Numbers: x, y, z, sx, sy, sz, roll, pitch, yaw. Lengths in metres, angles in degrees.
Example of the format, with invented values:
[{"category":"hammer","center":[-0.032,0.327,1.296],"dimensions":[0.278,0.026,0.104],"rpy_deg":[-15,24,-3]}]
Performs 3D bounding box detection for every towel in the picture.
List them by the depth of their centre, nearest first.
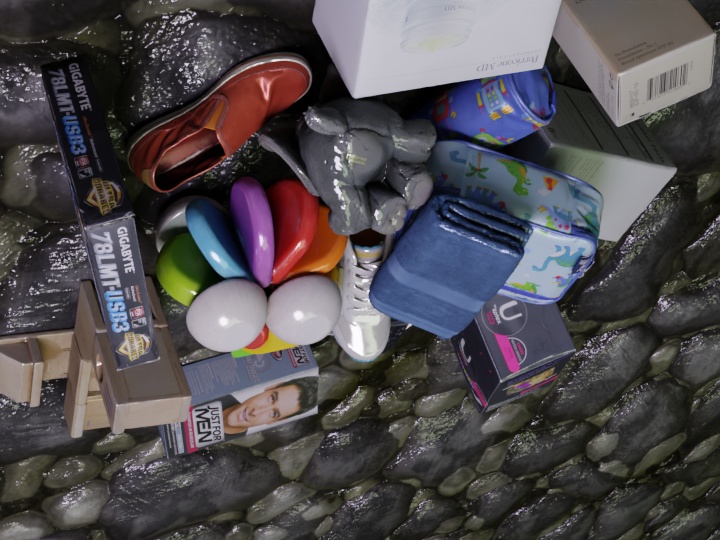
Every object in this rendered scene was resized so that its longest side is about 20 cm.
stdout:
[{"category":"towel","center":[0.083,-0.004,1.231],"dimensions":[0.110,0.049,0.200],"rpy_deg":[22,149,-8]}]

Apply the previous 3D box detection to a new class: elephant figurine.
[{"category":"elephant figurine","center":[-0.027,-0.121,1.204],"dimensions":[0.139,0.200,0.158],"rpy_deg":[-13,121,-25]}]

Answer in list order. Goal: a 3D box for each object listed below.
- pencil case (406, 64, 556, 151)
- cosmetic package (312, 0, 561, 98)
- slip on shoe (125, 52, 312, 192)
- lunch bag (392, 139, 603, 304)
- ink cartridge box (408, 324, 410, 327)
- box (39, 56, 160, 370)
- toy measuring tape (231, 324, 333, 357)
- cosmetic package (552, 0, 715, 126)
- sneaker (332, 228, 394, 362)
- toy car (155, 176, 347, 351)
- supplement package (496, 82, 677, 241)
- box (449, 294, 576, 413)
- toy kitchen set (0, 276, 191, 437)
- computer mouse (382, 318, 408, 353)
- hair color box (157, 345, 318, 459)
[{"category":"pencil case","center":[0.112,-0.147,1.268],"dimensions":[0.086,0.079,0.199],"rpy_deg":[27,145,-28]},{"category":"cosmetic package","center":[0.075,-0.277,1.107],"dimensions":[0.196,0.124,0.202],"rpy_deg":[-12,143,-19]},{"category":"slip on shoe","center":[-0.129,-0.138,1.196],"dimensions":[0.198,0.061,0.074],"rpy_deg":[-31,142,-4]},{"category":"lunch bag","center":[0.137,-0.042,1.274],"dimensions":[0.197,0.084,0.161],"rpy_deg":[17,150,-7]},{"category":"ink cartridge box","center":[0.061,-0.006,1.469],"dimensions":[0.199,0.068,0.116],"rpy_deg":[-35,143,8]},{"category":"box","center":[-0.231,-0.049,1.126],"dimensions":[0.049,0.200,0.202],"rpy_deg":[-16,142,-12]},{"category":"toy measuring tape","center":[-0.083,0.049,1.419],"dimensions":[0.197,0.075,0.074],"rpy_deg":[-13,148,22]},{"category":"cosmetic package","center":[0.240,-0.242,1.184],"dimensions":[0.102,0.202,0.074],"rpy_deg":[-23,145,-5]},{"category":"sneaker","center":[0.000,0.000,1.338],"dimensions":[0.075,0.081,0.204],"rpy_deg":[-4,99,-9]},{"category":"toy car","center":[-0.104,-0.025,1.254],"dimensions":[0.197,0.176,0.151],"rpy_deg":[-3,137,-27]},{"category":"supplement package","center":[0.227,-0.122,1.388],"dimensions":[0.198,0.118,0.117],"rpy_deg":[8,132,-36]},{"category":"box","center":[0.183,0.088,1.563],"dimensions":[0.105,0.124,0.200],"rpy_deg":[-20,164,-8]},{"category":"toy kitchen set","center":[-0.293,0.143,1.333],"dimensions":[0.161,0.182,0.202],"rpy_deg":[-5,134,-25]},{"category":"computer mouse","center":[0.050,0.015,1.409],"dimensions":[0.058,0.034,0.201],"rpy_deg":[0,130,-44]},{"category":"hair color box","center":[-0.152,0.153,1.534],"dimensions":[0.197,0.061,0.100],"rpy_deg":[-16,142,-15]}]
